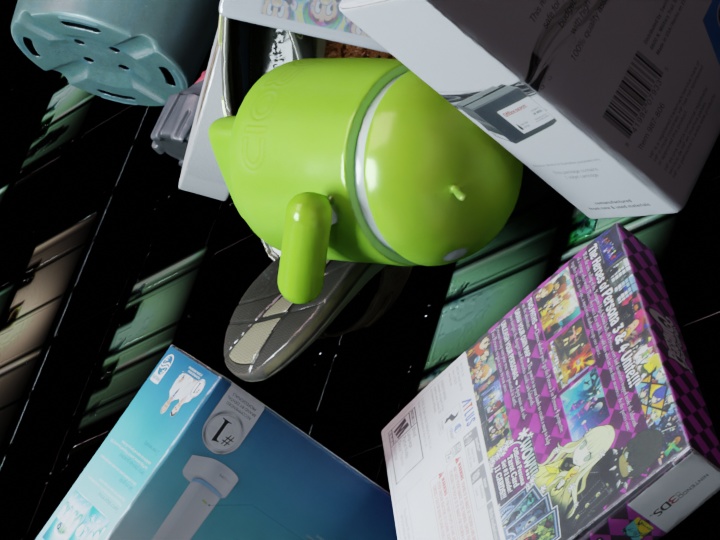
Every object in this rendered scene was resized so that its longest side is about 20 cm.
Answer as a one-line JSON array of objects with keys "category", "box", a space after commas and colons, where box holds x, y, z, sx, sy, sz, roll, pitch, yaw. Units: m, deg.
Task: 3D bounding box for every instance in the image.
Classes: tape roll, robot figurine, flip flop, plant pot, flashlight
[{"category": "tape roll", "box": [-0.084, -0.147, 1.748, 0.203, 0.037, 0.203, -166, 90, -85]}, {"category": "robot figurine", "box": [0.007, -0.062, 1.440, 0.200, 0.116, 0.175, 5, 33, 43]}, {"category": "flip flop", "box": [0.000, 0.000, 1.530, 0.200, 0.058, 0.081, -45, 30, -23]}, {"category": "plant pot", "box": [-0.175, -0.248, 2.005, 0.200, 0.200, 0.196, -10, 56, 55]}, {"category": "flashlight", "box": [-0.095, -0.170, 1.896, 0.200, 0.068, 0.068, -63, -2, -18]}]

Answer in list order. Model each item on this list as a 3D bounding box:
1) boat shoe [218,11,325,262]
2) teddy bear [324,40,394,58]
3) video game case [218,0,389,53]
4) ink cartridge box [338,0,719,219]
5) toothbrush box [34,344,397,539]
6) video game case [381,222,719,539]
[{"category": "boat shoe", "box": [-0.054, -0.095, 1.612, 0.072, 0.060, 0.202, -4, 92, 26]}, {"category": "teddy bear", "box": [-0.006, -0.137, 1.697, 0.145, 0.067, 0.200, -45, 26, 12]}, {"category": "video game case", "box": [0.027, -0.223, 1.543, 0.024, 0.200, 0.182, -54, -24, -78]}, {"category": "ink cartridge box", "box": [0.109, -0.142, 1.350, 0.084, 0.200, 0.145, -5, 52, 57]}, {"category": "toothbrush box", "box": [-0.091, 0.166, 1.358, 0.200, 0.146, 0.085, -56, 25, -5]}, {"category": "video game case", "box": [0.090, 0.092, 1.272, 0.181, 0.036, 0.200, -43, 27, 20]}]
